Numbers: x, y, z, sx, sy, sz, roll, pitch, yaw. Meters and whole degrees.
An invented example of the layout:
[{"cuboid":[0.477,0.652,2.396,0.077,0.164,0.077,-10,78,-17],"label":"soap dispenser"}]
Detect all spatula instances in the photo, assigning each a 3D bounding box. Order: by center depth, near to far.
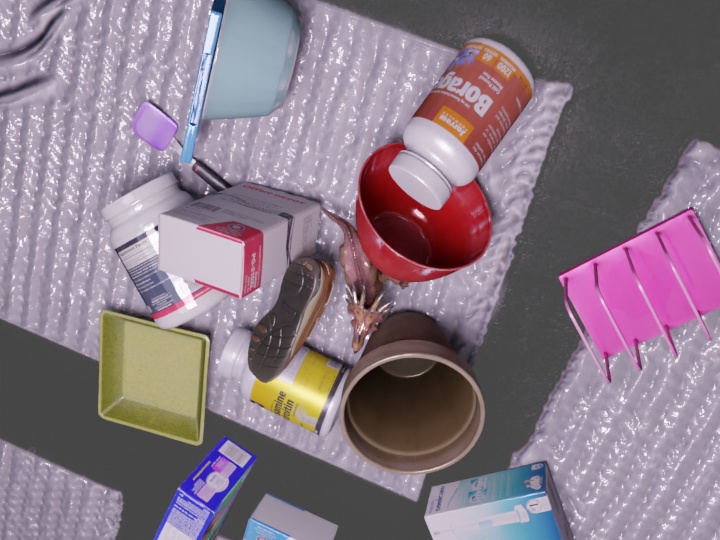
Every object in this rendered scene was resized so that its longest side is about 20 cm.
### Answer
[{"cuboid":[-0.263,-0.172,1.194,0.199,0.021,0.057,42,111,-2],"label":"spatula"}]

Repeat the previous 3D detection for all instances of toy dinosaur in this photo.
[{"cuboid":[0.000,0.000,1.118,0.084,0.136,0.204,-19,102,19],"label":"toy dinosaur"}]

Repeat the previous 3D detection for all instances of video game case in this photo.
[{"cuboid":[-0.219,-0.267,1.089,0.017,0.144,0.204,12,112,-14],"label":"video game case"}]

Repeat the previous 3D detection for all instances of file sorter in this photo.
[{"cuboid":[0.382,0.040,1.034,0.197,0.126,0.141,-29,99,21],"label":"file sorter"}]

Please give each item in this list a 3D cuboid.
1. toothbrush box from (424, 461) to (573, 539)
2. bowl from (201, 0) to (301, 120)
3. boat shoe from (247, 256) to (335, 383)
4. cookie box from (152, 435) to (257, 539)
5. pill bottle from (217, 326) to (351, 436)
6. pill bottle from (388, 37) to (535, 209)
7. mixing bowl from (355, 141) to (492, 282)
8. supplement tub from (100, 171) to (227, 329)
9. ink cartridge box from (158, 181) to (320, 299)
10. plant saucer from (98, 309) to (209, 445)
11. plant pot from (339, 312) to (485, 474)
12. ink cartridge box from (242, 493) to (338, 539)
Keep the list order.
[{"cuboid":[0.216,0.401,1.217,0.196,0.085,0.149,-19,103,19],"label":"toothbrush box"},{"cuboid":[-0.142,-0.288,1.048,0.103,0.202,0.205,13,112,-13],"label":"bowl"},{"cuboid":[-0.091,0.073,1.122,0.075,0.073,0.202,42,112,27],"label":"boat shoe"},{"cuboid":[-0.270,0.407,1.304,0.074,0.171,0.203,31,113,6],"label":"cookie box"},{"cuboid":[-0.117,0.166,1.215,0.196,0.112,0.114,24,112,6],"label":"pill bottle"},{"cuboid":[0.125,-0.183,0.994,0.111,0.112,0.202,36,81,0],"label":"pill bottle"},{"cuboid":[0.069,-0.062,1.069,0.199,0.201,0.109,37,143,0],"label":"mixing bowl"},{"cuboid":[-0.289,-0.029,1.183,0.138,0.140,0.203,-24,100,20],"label":"supplement tub"},{"cuboid":[-0.165,-0.049,1.099,0.142,0.199,0.086,17,116,22],"label":"ink cartridge box"},{"cuboid":[-0.339,0.171,1.311,0.195,0.048,0.204,13,110,11],"label":"plant saucer"},{"cuboid":[0.071,0.154,1.116,0.195,0.175,0.204,1,118,1],"label":"plant pot"},{"cuboid":[-0.138,0.511,1.348,0.142,0.085,0.204,22,110,7],"label":"ink cartridge box"}]
